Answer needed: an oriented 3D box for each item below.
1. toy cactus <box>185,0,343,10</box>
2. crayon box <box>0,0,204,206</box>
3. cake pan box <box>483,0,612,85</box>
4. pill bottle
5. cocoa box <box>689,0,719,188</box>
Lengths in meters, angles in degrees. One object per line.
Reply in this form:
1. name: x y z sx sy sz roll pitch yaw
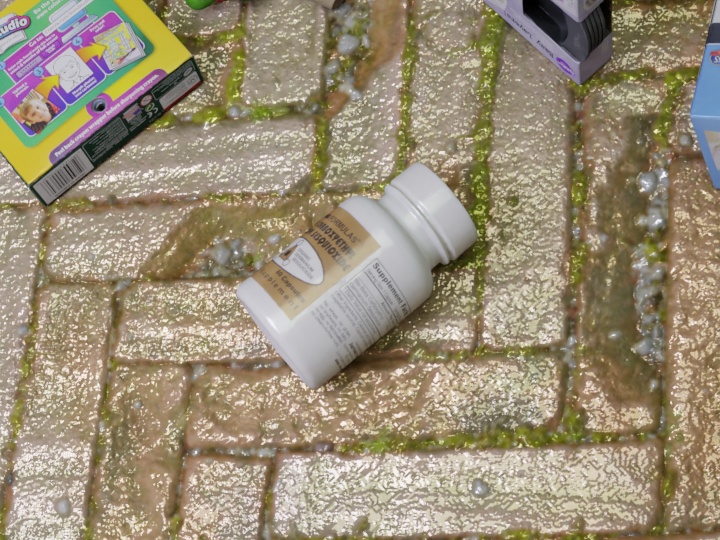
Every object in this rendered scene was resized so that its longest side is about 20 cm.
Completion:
1. toy cactus: -0.081 -0.321 1.437 0.165 0.102 0.200 37 70 7
2. crayon box: -0.284 -0.192 1.426 0.200 0.058 0.173 -39 70 -8
3. cake pan box: 0.151 -0.276 1.336 0.052 0.184 0.200 -43 72 -4
4. pill bottle: 0.000 0.000 1.294 0.200 0.114 0.114 -39 71 -7
5. cocoa box: 0.400 -0.147 1.257 0.199 0.133 0.132 7 68 27
